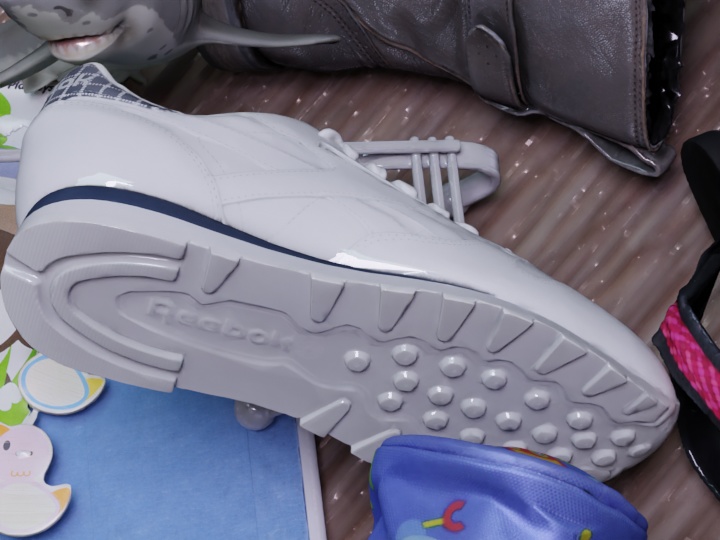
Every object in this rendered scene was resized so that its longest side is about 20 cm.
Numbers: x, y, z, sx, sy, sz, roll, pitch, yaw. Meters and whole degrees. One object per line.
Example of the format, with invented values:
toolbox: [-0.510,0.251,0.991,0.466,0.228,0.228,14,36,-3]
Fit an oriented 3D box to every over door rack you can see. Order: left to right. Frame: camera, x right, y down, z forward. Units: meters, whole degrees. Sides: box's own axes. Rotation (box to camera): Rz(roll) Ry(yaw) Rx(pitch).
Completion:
over door rack: [-0.049,0.028,0.821,0.199,0.067,0.149,4,62,-20]

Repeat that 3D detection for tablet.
tablet: [-0.070,0.109,0.850,0.129,0.014,0.201,-12,63,10]

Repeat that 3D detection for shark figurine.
shark figurine: [-0.092,-0.098,0.876,0.127,0.214,0.090,-7,91,-28]

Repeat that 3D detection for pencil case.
pencil case: [0.006,0.140,0.733,0.087,0.078,0.201,14,76,39]

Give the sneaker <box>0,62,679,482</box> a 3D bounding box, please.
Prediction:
sneaker: [0.000,0.000,0.777,0.199,0.077,0.081,21,40,-15]

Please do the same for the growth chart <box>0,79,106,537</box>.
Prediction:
growth chart: [-0.145,0.015,0.902,0.144,0.018,0.201,1,59,18]

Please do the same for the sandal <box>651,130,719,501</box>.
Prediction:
sandal: [0.113,0.049,0.792,0.045,0.075,0.201,-14,66,5]

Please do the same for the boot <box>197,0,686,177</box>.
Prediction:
boot: [0.023,-0.132,0.848,0.173,0.201,0.069,9,34,31]
